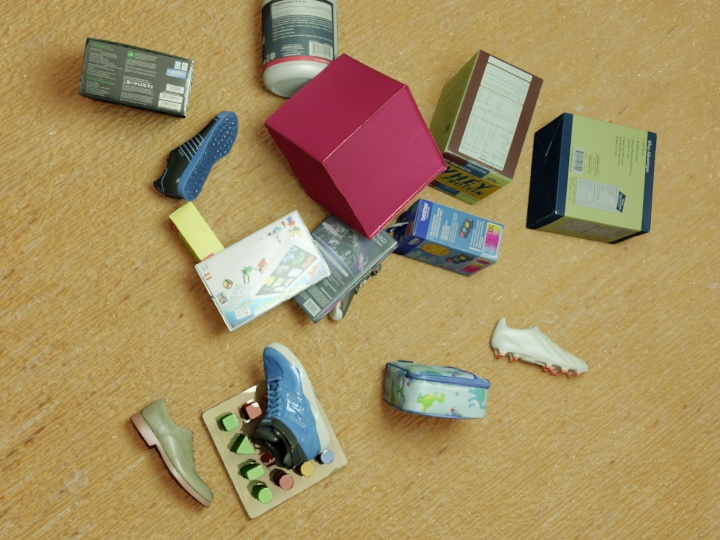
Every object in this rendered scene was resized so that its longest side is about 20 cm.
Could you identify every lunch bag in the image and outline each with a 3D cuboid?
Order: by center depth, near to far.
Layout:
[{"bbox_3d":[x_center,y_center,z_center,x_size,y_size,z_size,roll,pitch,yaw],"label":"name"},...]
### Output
[{"bbox_3d":[0.131,0.208,1.539,0.158,0.200,0.084,9,87,-11],"label":"lunch bag"}]

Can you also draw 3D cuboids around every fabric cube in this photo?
[{"bbox_3d":[-0.007,-0.214,1.517,0.196,0.199,0.201,-43,133,-11],"label":"fabric cube"}]

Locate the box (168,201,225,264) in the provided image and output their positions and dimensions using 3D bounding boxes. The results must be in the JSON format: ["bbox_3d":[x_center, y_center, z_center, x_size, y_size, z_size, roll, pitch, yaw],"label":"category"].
[{"bbox_3d":[-0.257,-0.019,1.537,0.050,0.075,0.201,-35,93,-15],"label":"box"}]

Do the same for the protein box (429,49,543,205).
[{"bbox_3d":[0.213,-0.256,1.624,0.133,0.198,0.203,22,78,-10],"label":"protein box"}]

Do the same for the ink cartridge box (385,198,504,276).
[{"bbox_3d":[0.141,-0.063,1.611,0.197,0.136,0.077,18,73,-11],"label":"ink cartridge box"}]

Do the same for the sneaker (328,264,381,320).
[{"bbox_3d":[0.000,0.000,1.601,0.081,0.077,0.203,20,78,-17],"label":"sneaker"}]

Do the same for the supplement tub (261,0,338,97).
[{"bbox_3d":[-0.109,-0.426,1.597,0.138,0.140,0.203,0,82,-14],"label":"supplement tub"}]

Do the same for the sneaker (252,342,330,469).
[{"bbox_3d":[-0.134,0.226,1.447,0.111,0.076,0.202,-25,94,-41],"label":"sneaker"}]

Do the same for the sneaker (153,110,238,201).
[{"bbox_3d":[-0.290,-0.210,1.559,0.077,0.071,0.201,14,57,24],"label":"sneaker"}]

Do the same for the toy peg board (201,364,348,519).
[{"bbox_3d":[-0.139,0.291,1.511,0.197,0.098,0.202,-26,89,-16],"label":"toy peg board"}]

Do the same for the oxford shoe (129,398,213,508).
[{"bbox_3d":[-0.300,0.306,1.483,0.075,0.070,0.201,-38,94,-21],"label":"oxford shoe"}]

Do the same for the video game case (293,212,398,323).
[{"bbox_3d":[-0.048,-0.021,1.559,0.200,0.019,0.143,-42,57,-5],"label":"video game case"}]

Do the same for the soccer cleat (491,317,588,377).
[{"bbox_3d":[0.344,0.147,1.672,0.197,0.069,0.079,17,75,-9],"label":"soccer cleat"}]

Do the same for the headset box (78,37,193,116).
[{"bbox_3d":[-0.371,-0.319,1.490,0.171,0.200,0.094,10,96,-12],"label":"headset box"}]

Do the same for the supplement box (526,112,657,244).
[{"bbox_3d":[0.444,-0.173,1.705,0.197,0.134,0.203,10,80,-13],"label":"supplement box"}]

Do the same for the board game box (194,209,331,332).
[{"bbox_3d":[-0.164,0.001,1.499,0.198,0.035,0.127,-29,89,-13],"label":"board game box"}]
